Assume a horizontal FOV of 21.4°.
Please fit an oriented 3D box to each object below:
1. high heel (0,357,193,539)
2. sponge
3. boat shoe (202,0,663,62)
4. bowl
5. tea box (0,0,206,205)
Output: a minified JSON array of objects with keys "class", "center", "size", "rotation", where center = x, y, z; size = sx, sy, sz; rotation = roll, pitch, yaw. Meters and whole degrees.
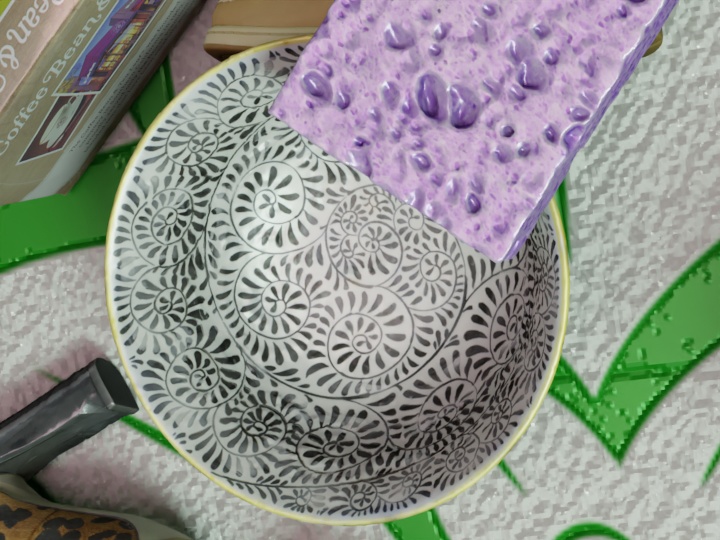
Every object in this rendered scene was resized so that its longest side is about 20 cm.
[{"class":"high heel","center":[-0.140,0.156,0.873],"size":[0.142,0.071,0.201],"rotation":[-33,60,14]},{"class":"sponge","center":[0.063,-0.115,0.720],"size":[0.111,0.030,0.201],"rotation":[34,101,13]},{"class":"boat shoe","center":[0.029,-0.118,0.808],"size":[0.199,0.074,0.067],"rotation":[-1,84,17]},{"class":"bowl","center":[0.000,0.000,0.815],"size":[0.199,0.094,0.202],"rotation":[2,97,17]},{"class":"tea box","center":[-0.170,-0.162,0.826],"size":[0.197,0.134,0.200],"rotation":[42,107,9]}]
